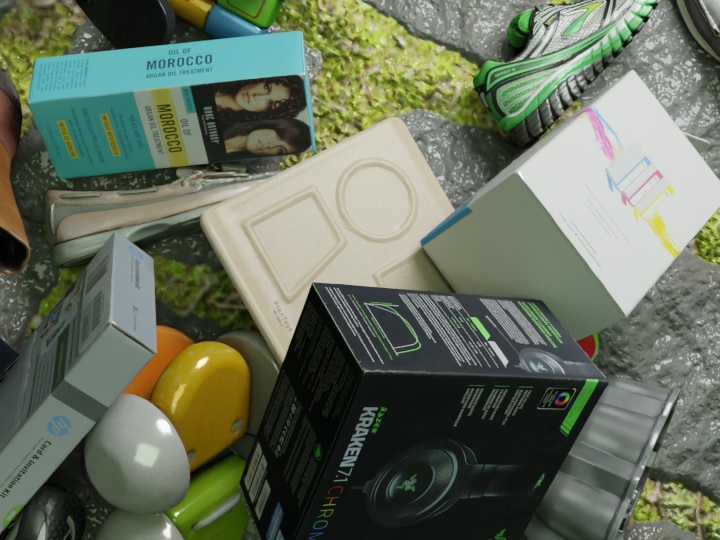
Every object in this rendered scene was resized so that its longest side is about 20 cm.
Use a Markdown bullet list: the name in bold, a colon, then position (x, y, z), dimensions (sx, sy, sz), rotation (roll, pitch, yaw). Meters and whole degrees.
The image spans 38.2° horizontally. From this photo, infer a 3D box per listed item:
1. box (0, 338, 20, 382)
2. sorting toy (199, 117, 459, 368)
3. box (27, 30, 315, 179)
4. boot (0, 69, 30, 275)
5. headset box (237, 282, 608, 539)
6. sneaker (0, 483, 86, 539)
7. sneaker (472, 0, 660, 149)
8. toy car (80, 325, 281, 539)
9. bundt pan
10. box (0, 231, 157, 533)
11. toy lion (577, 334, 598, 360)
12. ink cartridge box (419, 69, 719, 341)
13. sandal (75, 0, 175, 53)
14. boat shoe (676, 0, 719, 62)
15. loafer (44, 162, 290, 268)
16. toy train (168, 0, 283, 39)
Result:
- **box**: position (-0.363, 0.094, 0.714), dimensions (0.148, 0.104, 0.200), rotation (42, 106, -8)
- **sorting toy**: position (0.000, 0.000, 0.786), dimensions (0.199, 0.036, 0.186), rotation (-29, 88, -28)
- **box**: position (-0.136, -0.122, 0.775), dimensions (0.198, 0.083, 0.049), rotation (-6, 52, 0)
- **boot**: position (-0.302, -0.102, 0.683), dimensions (0.068, 0.201, 0.188), rotation (-33, 132, 11)
- **headset box**: position (0.043, 0.109, 0.695), dimensions (0.199, 0.093, 0.175), rotation (6, 121, -30)
- **sneaker**: position (-0.256, 0.219, 0.744), dimensions (0.080, 0.074, 0.201), rotation (30, 123, 2)
- **sneaker**: position (0.175, -0.198, 0.851), dimensions (0.085, 0.078, 0.200), rotation (44, 80, 1)
- **toy car**: position (-0.142, 0.135, 0.767), dimensions (0.149, 0.175, 0.202), rotation (16, 118, 31)
- **bundt pan**: position (0.175, 0.169, 0.806), dimensions (0.075, 0.202, 0.203), rotation (24, 86, 20)
- **box**: position (-0.218, 0.084, 0.719), dimensions (0.041, 0.156, 0.200), rotation (39, 100, -23)
- **toy lion**: position (0.092, 0.053, 0.851), dimensions (0.192, 0.069, 0.200), rotation (-43, 97, -14)
- **ink cartridge box**: position (0.170, -0.045, 0.795), dimensions (0.126, 0.128, 0.200), rotation (51, 53, -2)
- **sandal**: position (-0.216, -0.236, 0.768), dimensions (0.200, 0.045, 0.075), rotation (47, 122, 9)
- **boat shoe**: position (0.341, -0.193, 0.885), dimensions (0.072, 0.065, 0.201), rotation (-33, 95, -6)
- **loafer**: position (-0.146, -0.057, 0.803), dimensions (0.198, 0.072, 0.063), rotation (-17, 86, -6)
- **toy train**: position (-0.156, -0.228, 0.800), dimensions (0.199, 0.085, 0.116), rotation (28, 103, -4)
